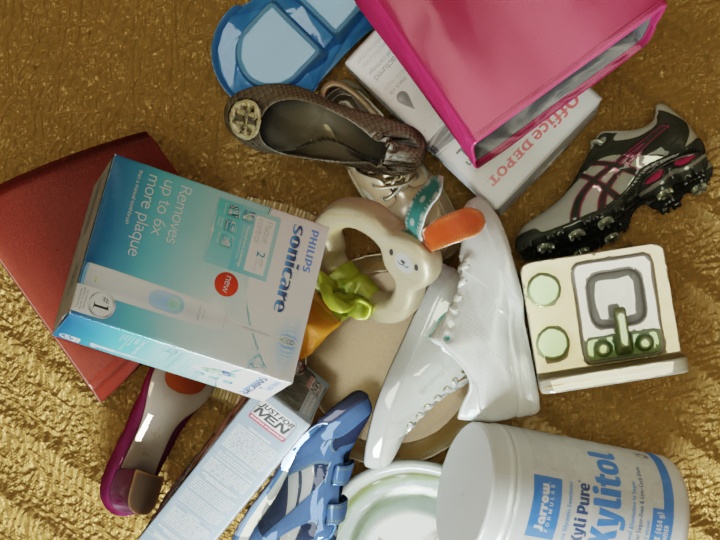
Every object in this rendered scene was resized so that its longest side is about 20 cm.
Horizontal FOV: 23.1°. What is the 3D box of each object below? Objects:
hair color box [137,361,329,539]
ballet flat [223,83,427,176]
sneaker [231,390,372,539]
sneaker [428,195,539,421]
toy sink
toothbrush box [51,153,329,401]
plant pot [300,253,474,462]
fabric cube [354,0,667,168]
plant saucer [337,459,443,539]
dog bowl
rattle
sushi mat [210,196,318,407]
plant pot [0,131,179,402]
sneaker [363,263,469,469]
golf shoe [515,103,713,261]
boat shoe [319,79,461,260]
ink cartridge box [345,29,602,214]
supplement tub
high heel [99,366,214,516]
[{"bbox_3d":[-0.116,0.176,1.624,0.061,0.099,0.200,38,110,-4],"label":"hair color box"},{"bbox_3d":[-0.036,-0.125,1.609,0.199,0.046,0.068,16,111,15],"label":"ballet flat"},{"bbox_3d":[-0.039,0.201,1.618,0.082,0.074,0.201,35,100,12],"label":"sneaker"},{"bbox_3d":[0.101,0.036,1.573,0.088,0.075,0.201,-10,87,2],"label":"sneaker"},{"bbox_3d":[0.212,0.039,1.576,0.129,0.200,0.113,-10,91,5],"label":"toy sink"},{"bbox_3d":[-0.143,0.009,1.502,0.199,0.085,0.147,20,70,-15],"label":"toothbrush box"},{"bbox_3d":[0.028,0.084,1.677,0.198,0.027,0.202,0,91,5],"label":"plant pot"},{"bbox_3d":[0.117,-0.230,1.498,0.196,0.200,0.200,-37,85,2],"label":"fabric cube"},{"bbox_3d":[0.049,0.277,1.667,0.199,0.050,0.202,0,91,4],"label":"plant saucer"},{"bbox_3d":[-0.052,-0.236,1.666,0.111,0.050,0.200,44,93,2],"label":"dog bowl"},{"bbox_3d":[0.000,0.000,1.552,0.142,0.199,0.131,-17,93,-37],"label":"rattle"},{"bbox_3d":[-0.095,0.034,1.678,0.095,0.012,0.201,19,92,25],"label":"sushi mat"},{"bbox_3d":[-0.229,-0.016,1.620,0.176,0.200,0.200,-36,89,-10],"label":"plant pot"},{"bbox_3d":[0.069,0.100,1.624,0.084,0.073,0.201,25,91,6],"label":"sneaker"},{"bbox_3d":[0.227,-0.076,1.647,0.199,0.077,0.088,-27,69,2],"label":"golf shoe"},{"bbox_3d":[0.022,-0.091,1.655,0.071,0.065,0.200,-38,89,4],"label":"boat shoe"},{"bbox_3d":[0.107,-0.171,1.638,0.200,0.083,0.145,44,93,3],"label":"ink cartridge box"},{"bbox_3d":[0.182,0.215,1.588,0.199,0.132,0.133,12,92,-19],"label":"supplement tub"},{"bbox_3d":[-0.199,0.136,1.684,0.067,0.096,0.201,29,75,-24],"label":"high heel"}]
